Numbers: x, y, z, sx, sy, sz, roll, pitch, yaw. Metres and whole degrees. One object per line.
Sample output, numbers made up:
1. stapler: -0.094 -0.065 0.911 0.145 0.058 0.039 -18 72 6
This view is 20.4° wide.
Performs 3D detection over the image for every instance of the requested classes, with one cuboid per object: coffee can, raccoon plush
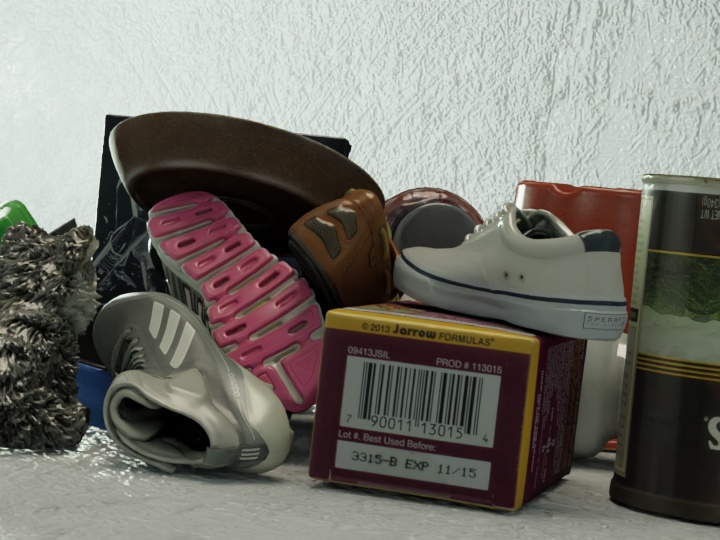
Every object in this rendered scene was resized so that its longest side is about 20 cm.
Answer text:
1. coffee can: 0.234 0.047 1.231 0.145 0.202 0.146 5 2 0
2. raccoon plush: -0.214 0.036 1.186 0.096 0.135 0.200 7 2 13

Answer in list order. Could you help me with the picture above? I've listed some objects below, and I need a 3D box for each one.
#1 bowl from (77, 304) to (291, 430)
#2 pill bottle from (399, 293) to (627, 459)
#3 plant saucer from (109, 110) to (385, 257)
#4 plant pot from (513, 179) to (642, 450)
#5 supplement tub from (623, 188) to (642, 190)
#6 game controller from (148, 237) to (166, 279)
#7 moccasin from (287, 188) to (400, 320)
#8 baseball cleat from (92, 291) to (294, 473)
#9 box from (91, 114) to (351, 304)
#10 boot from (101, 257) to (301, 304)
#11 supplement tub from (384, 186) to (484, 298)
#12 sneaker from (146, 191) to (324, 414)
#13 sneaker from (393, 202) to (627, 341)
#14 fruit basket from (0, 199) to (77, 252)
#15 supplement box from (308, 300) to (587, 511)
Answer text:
1. bowl: -0.142 0.066 1.387 0.199 0.040 0.201 9 13 -2
2. pill bottle: 0.123 0.075 1.426 0.198 0.111 0.110 6 2 14
3. plant saucer: -0.082 -0.053 1.397 0.198 0.035 0.200 11 -20 4
4. plant pot: 0.187 0.032 1.585 0.199 0.197 0.201 5 2 0
5. supplement tub: 0.286 0.031 1.808 0.144 0.202 0.145 6 2 0
6. game controller: -0.067 0.027 1.456 0.199 0.042 0.104 30 -8 -1
7. moccasin: -0.001 -0.001 1.339 0.074 0.078 0.202 49 -10 24
8. baseball cleat: -0.126 0.062 1.214 0.106 0.070 0.199 3 17 -42
9. box: -0.114 -0.026 1.636 0.198 0.184 0.104 5 2 0
10. boot: -0.120 0.019 1.550 0.198 0.098 0.075 6 2 -8
11. supplement tub: 0.046 -0.008 1.574 0.106 0.108 0.200 5 -5 -8
12. sneaker: -0.074 0.033 1.324 0.073 0.088 0.200 -30 50 -14
13. sneaker: 0.094 -0.005 1.220 0.073 0.071 0.199 6 4 -38
14. fruit basket: -0.288 0.015 1.473 0.185 0.094 0.200 -34 7 -7
15. supplement box: 0.058 0.078 1.235 0.130 0.104 0.200 7 3 16
